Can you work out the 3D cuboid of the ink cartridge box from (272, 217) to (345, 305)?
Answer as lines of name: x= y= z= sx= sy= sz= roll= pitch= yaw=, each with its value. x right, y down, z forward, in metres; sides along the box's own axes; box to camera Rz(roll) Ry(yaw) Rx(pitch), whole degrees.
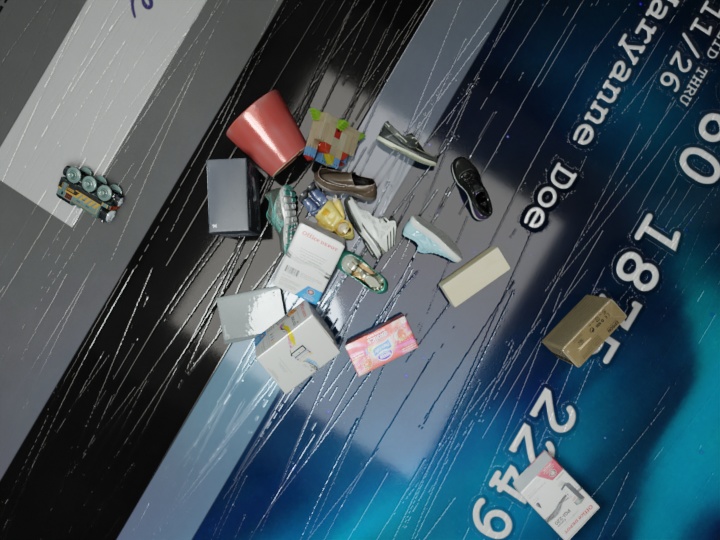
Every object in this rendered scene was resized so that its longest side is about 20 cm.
ink cartridge box: x=-0.147 y=-0.027 z=1.647 sx=0.144 sy=0.084 sz=0.203 roll=26 pitch=105 yaw=-7

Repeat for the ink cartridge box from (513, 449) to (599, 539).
ink cartridge box: x=0.572 y=0.660 z=1.666 sx=0.146 sy=0.085 sz=0.200 roll=-45 pitch=91 yaw=0

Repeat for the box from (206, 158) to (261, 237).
box: x=-0.358 y=-0.202 z=1.627 sx=0.115 sy=0.200 sz=0.202 roll=-2 pitch=90 yaw=1

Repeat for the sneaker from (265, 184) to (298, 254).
sneaker: x=-0.238 y=-0.151 z=1.698 sx=0.089 sy=0.077 sz=0.205 roll=0 pitch=94 yaw=25

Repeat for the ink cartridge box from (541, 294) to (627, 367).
ink cartridge box: x=0.637 y=0.169 z=1.628 sx=0.075 sy=0.165 sz=0.200 roll=44 pitch=91 yaw=-1

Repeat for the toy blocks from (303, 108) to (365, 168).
toy blocks: x=-0.083 y=-0.364 z=1.651 sx=0.099 sy=0.198 sz=0.140 roll=18 pitch=92 yaw=41

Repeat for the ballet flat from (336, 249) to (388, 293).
ballet flat: x=0.000 y=0.000 z=1.685 sx=0.198 sy=0.070 sz=0.068 roll=34 pitch=90 yaw=1

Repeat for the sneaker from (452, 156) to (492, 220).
sneaker: x=0.338 y=-0.249 z=1.673 sx=0.075 sy=0.088 sz=0.203 roll=-28 pitch=89 yaw=1

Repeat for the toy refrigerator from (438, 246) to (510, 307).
toy refrigerator: x=0.335 y=0.017 z=1.683 sx=0.198 sy=0.070 sz=0.077 roll=-35 pitch=96 yaw=1

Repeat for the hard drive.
hard drive: x=-0.324 y=0.132 z=1.707 sx=0.195 sy=0.033 sz=0.143 roll=-11 pitch=90 yaw=1

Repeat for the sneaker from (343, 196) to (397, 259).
sneaker: x=0.038 y=-0.148 z=1.694 sx=0.114 sy=0.076 sz=0.203 roll=-33 pitch=97 yaw=-8

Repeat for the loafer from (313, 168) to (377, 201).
loafer: x=-0.039 y=-0.269 z=1.678 sx=0.196 sy=0.072 sz=0.074 roll=13 pitch=50 yaw=-6

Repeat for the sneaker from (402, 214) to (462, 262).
sneaker: x=0.212 y=-0.079 z=1.694 sx=0.199 sy=0.074 sz=0.082 roll=39 pitch=120 yaw=-4

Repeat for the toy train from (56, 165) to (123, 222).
toy train: x=-0.806 y=-0.229 z=1.696 sx=0.197 sy=0.085 sz=0.115 roll=30 pitch=102 yaw=-1

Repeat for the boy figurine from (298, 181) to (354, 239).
boy figurine: x=-0.099 y=-0.162 z=1.691 sx=0.124 sy=0.064 sz=0.200 roll=-42 pitch=87 yaw=-10

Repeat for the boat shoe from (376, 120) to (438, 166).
boat shoe: x=0.147 y=-0.372 z=1.685 sx=0.197 sy=0.072 sz=0.069 roll=29 pitch=94 yaw=3

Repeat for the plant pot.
plant pot: x=-0.258 y=-0.385 z=1.641 sx=0.200 sy=0.200 sz=0.178 roll=-41 pitch=100 yaw=0

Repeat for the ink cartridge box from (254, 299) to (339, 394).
ink cartridge box: x=-0.183 y=0.213 z=1.629 sx=0.199 sy=0.147 sz=0.146 roll=-37 pitch=110 yaw=-1

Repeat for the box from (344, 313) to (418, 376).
box: x=0.061 y=0.218 z=1.670 sx=0.197 sy=0.095 sz=0.104 roll=-25 pitch=90 yaw=0
